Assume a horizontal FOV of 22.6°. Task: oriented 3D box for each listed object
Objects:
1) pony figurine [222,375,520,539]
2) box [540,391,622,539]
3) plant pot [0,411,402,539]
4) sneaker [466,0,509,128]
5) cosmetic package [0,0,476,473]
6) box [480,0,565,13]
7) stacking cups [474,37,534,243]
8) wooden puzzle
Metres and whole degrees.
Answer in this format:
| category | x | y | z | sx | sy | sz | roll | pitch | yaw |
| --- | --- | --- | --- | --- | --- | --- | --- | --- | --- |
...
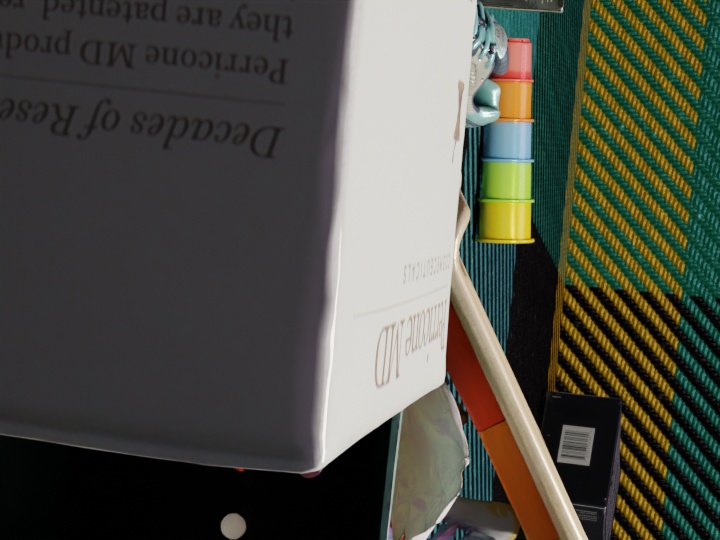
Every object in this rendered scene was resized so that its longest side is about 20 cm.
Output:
| category | x | y | z | sx | sy | sz | roll | pitch | yaw |
| --- | --- | --- | --- | --- | --- | --- | --- | --- | --- |
| pony figurine | -0.003 | 0.097 | 0.853 | 0.200 | 0.166 | 0.194 | 42 | 26 | -40 |
| box | 0.325 | 0.325 | 2.724 | 0.199 | 0.122 | 0.201 | 81 | 20 | -49 |
| plant pot | -0.053 | 0.057 | 0.633 | 0.200 | 0.140 | 0.142 | 74 | 23 | -80 |
| sneaker | 0.060 | -0.170 | 1.226 | 0.200 | 0.086 | 0.078 | 78 | 19 | -57 |
| cosmetic package | -0.061 | -0.071 | 0.439 | 0.167 | 0.165 | 0.202 | -13 | 108 | -79 |
| box | 0.155 | -0.364 | 1.637 | 0.164 | 0.085 | 0.201 | -71 | 163 | -49 |
| stacking cups | 0.141 | -0.128 | 1.775 | 0.060 | 0.060 | 0.202 | -24 | 114 | -77 |
| wooden puzzle | 0.060 | 0.049 | 0.869 | 0.185 | 0.037 | 0.201 | -100 | 170 | -76 |
